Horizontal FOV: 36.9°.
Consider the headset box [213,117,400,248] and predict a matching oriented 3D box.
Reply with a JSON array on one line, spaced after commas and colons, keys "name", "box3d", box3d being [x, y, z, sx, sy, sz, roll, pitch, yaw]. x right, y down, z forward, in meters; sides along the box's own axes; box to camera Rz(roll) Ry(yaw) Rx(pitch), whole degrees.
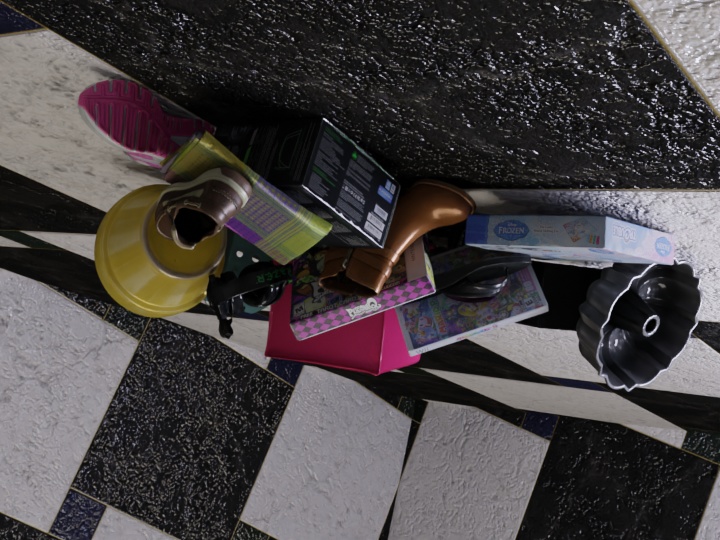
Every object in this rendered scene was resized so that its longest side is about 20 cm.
[{"name": "headset box", "box3d": [-0.083, -0.105, 1.362, 0.198, 0.094, 0.174, 2, 157, 40]}]

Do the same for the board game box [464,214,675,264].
[{"name": "board game box", "box3d": [0.270, -0.039, 1.383, 0.197, 0.044, 0.199, 4, 177, 40]}]

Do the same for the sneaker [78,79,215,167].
[{"name": "sneaker", "box3d": [-0.274, -0.171, 1.335, 0.087, 0.082, 0.199, 1, 163, 39]}]

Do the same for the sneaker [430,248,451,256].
[{"name": "sneaker", "box3d": [0.126, 0.044, 1.594, 0.077, 0.101, 0.200, 0, -157, 3]}]

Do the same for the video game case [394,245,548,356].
[{"name": "video game case", "box3d": [0.144, 0.029, 1.494, 0.198, 0.144, 0.018, -18, 141, 2]}]

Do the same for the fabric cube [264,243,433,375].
[{"name": "fabric cube", "box3d": [-0.014, 0.044, 1.676, 0.194, 0.203, 0.199, 8, -176, 20]}]

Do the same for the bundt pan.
[{"name": "bundt pan", "box3d": [0.378, 0.060, 1.497, 0.201, 0.203, 0.076, 22, -169, -41]}]

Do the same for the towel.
[{"name": "towel", "box3d": [-0.140, -0.086, 1.285, 0.199, 0.023, 0.143, 36, 151, -15]}]

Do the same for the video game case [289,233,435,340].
[{"name": "video game case", "box3d": [0.000, 0.000, 1.475, 0.198, 0.182, 0.036, -20, 122, 12]}]

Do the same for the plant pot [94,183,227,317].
[{"name": "plant pot", "box3d": [-0.286, -0.039, 1.623, 0.199, 0.203, 0.188, 17, 166, -22]}]

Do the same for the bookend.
[{"name": "bookend", "box3d": [0.280, 0.033, 1.615, 0.197, 0.093, 0.199, 6, -177, -32]}]

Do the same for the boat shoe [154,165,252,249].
[{"name": "boat shoe", "box3d": [-0.204, -0.063, 1.276, 0.074, 0.075, 0.202, 36, 151, -17]}]

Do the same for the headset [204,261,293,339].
[{"name": "headset", "box3d": [-0.168, 0.041, 1.577, 0.123, 0.095, 0.199, -15, 177, -36]}]

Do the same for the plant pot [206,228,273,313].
[{"name": "plant pot", "box3d": [-0.201, -0.013, 1.824, 0.140, 0.143, 0.200, 16, 172, -20]}]

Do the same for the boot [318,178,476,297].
[{"name": "boot", "box3d": [0.043, -0.039, 1.394, 0.198, 0.156, 0.077, 3, 141, 29]}]

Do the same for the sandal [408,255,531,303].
[{"name": "sandal", "box3d": [0.138, 0.024, 1.450, 0.198, 0.049, 0.075, -17, 166, 15]}]

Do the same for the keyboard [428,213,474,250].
[{"name": "keyboard", "box3d": [0.147, -0.053, 1.596, 0.125, 0.021, 0.200, 12, 168, 3]}]
